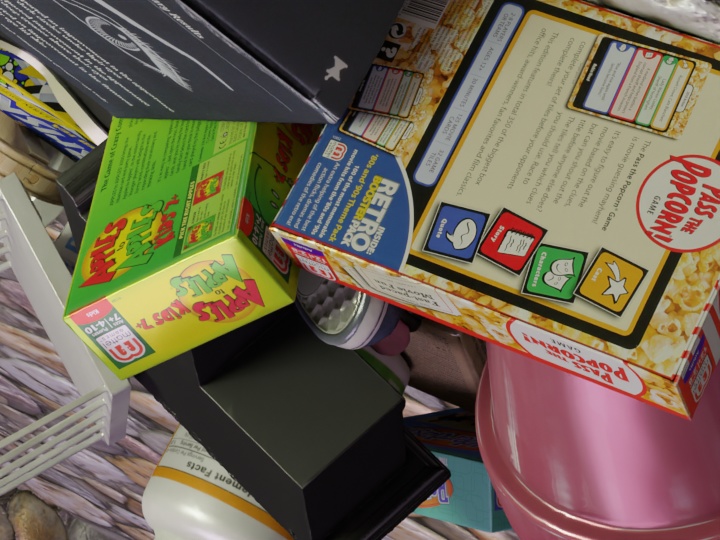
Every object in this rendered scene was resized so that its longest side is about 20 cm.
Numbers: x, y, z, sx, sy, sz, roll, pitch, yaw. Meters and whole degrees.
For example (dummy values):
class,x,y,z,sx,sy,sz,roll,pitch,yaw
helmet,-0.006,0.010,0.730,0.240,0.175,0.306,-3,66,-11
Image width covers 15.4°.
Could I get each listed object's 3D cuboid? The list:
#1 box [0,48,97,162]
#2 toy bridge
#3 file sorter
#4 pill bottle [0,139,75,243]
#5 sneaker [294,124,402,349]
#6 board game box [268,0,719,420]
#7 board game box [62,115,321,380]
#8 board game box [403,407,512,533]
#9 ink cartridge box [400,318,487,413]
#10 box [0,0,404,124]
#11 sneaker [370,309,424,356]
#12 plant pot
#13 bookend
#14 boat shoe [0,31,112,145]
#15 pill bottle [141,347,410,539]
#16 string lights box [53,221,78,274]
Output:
class,x,y,z,sx,sy,sz,roll,pitch,yaw
box,-0.186,-0.122,1.538,0.200,0.065,0.070,36,164,-26
toy bridge,-0.204,-0.072,1.577,0.200,0.027,0.067,31,-163,-37
file sorter,-0.222,0.053,1.567,0.139,0.124,0.200,60,169,7
pill bottle,-0.268,-0.107,1.639,0.116,0.116,0.200,10,158,49
sneaker,0.038,-0.019,1.300,0.146,0.077,0.203,19,-150,-20
board game box,0.082,-0.042,1.155,0.199,0.152,0.046,22,164,24
board game box,-0.073,-0.049,1.266,0.101,0.201,0.048,-25,125,26
board game box,0.107,0.115,1.645,0.199,0.045,0.152,-7,-170,-36
ink cartridge box,0.000,0.000,1.599,0.199,0.075,0.165,23,166,18
box,-0.090,-0.147,1.197,0.148,0.105,0.200,37,162,-32
sneaker,0.000,-0.053,1.445,0.200,0.095,0.079,56,-171,-24
plant pot,0.139,0.029,1.260,0.199,0.200,0.179,18,147,34
bookend,-0.054,0.033,1.420,0.199,0.092,0.200,43,162,23
boat shoe,-0.169,-0.144,1.451,0.201,0.074,0.063,41,127,-12
pill bottle,-0.061,0.121,1.575,0.111,0.201,0.111,26,166,7
string lights box,-0.158,-0.020,1.761,0.059,0.103,0.200,28,166,1
